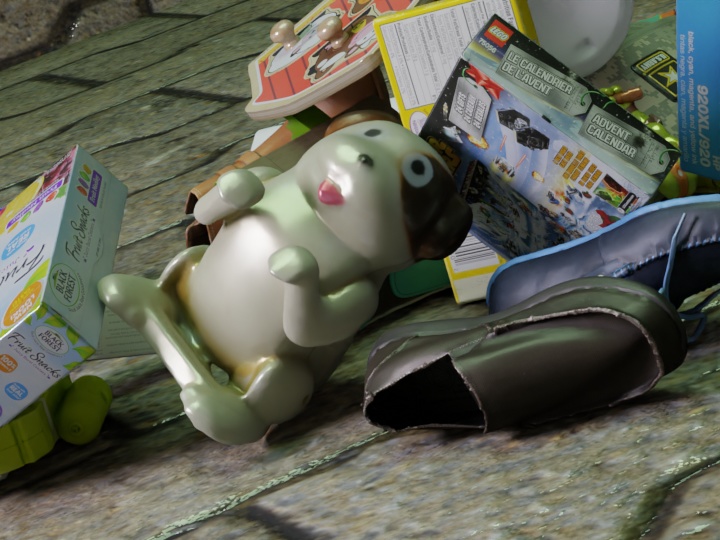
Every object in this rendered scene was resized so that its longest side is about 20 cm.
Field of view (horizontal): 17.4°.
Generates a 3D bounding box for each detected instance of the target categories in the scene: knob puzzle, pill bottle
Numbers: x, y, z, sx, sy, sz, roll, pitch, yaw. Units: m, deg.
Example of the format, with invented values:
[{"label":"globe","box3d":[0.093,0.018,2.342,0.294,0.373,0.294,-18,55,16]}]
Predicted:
[{"label":"knob puzzle","box3d":[-0.009,-0.179,1.659,0.219,0.030,0.220,-36,20,15]},{"label":"pill bottle","box3d":[0.114,-0.201,1.676,0.109,0.110,0.200,-20,17,-7]}]

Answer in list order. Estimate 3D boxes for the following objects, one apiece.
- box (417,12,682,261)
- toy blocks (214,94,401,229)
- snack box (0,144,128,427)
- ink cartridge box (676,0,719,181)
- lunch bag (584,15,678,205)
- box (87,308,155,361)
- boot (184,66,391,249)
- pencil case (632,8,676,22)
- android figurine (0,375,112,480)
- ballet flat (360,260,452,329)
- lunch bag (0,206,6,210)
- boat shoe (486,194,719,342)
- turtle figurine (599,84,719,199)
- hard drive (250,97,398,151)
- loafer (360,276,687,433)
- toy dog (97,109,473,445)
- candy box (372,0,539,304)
[{"label":"box","box3d":[0.103,-0.064,1.428,0.040,0.137,0.200,-53,-3,-21]},{"label":"toy blocks","box3d":[-0.036,-0.035,1.682,0.100,0.137,0.200,38,43,19]},{"label":"snack box","box3d":[-0.221,0.021,1.499,0.142,0.053,0.200,-39,24,22]},{"label":"ink cartridge box","box3d":[0.315,-0.125,1.435,0.200,0.145,0.147,20,37,37]},{"label":"lunch bag","box3d":[0.185,-0.110,1.702,0.200,0.118,0.164,7,30,46]},{"label":"box","box3d":[-0.188,0.042,1.639,0.199,0.042,0.039,-7,4,-11]},{"label":"boot","box3d":[-0.061,-0.085,1.759,0.155,0.200,0.077,-17,45,-25]},{"label":"pencil case","box3d":[0.185,-0.154,1.927,0.199,0.089,0.088,-14,15,20]},{"label":"android figurine","box3d":[-0.256,0.111,1.565,0.181,0.041,0.200,-16,12,4]},{"label":"ballet flat","box3d":[0.000,0.000,1.602,0.200,0.070,0.069,-19,13,-28]},{"label":"lunch bag","box3d":[-0.309,0.024,1.807,0.169,0.124,0.200,-18,1,1]},{"label":"boat shoe","box3d":[0.162,0.015,1.366,0.200,0.084,0.069,-25,51,43]},{"label":"turtle figurine","box3d":[0.248,-0.079,1.570,0.200,0.065,0.161,26,41,32]},{"label":"hard drive","box3d":[-0.005,-0.083,1.907,0.199,0.026,0.132,-11,43,25]},{"label":"loafer","box3d":[0.087,0.061,1.303,0.200,0.073,0.071,-15,23,31]},{"label":"toy dog","box3d":[-0.024,-0.002,1.437,0.200,0.140,0.194,-48,-36,18]},{"label":"candy box","box3d":[0.084,-0.083,1.547,0.102,0.201,0.026,-12,13,21]}]
